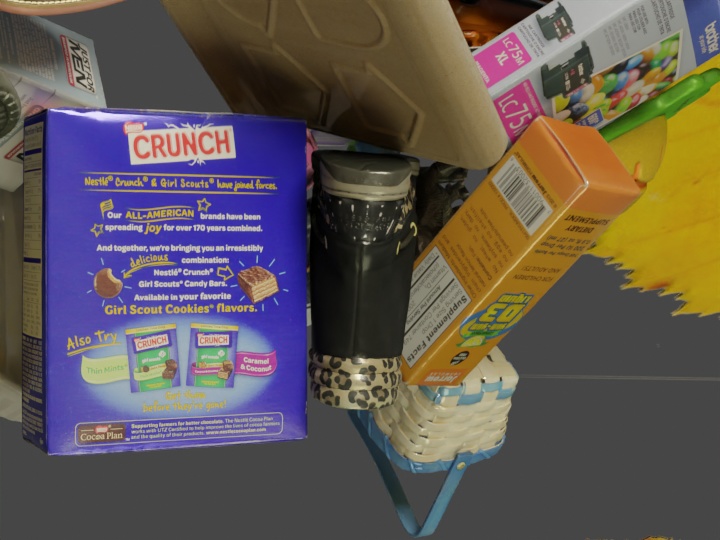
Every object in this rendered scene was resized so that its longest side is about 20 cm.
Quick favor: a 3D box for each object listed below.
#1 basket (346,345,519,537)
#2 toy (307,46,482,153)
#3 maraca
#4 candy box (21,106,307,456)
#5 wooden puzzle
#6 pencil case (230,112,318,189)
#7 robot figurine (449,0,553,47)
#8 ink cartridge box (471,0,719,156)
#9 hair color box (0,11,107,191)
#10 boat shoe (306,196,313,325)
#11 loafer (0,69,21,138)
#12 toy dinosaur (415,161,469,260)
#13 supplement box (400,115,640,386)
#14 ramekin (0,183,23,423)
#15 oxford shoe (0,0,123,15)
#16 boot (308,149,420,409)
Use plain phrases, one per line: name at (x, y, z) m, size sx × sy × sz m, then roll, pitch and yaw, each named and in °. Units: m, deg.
basket at (0.055, 0.125, 1.362) m, size 0.138 × 0.177 × 0.200 m, roll -3°, pitch 139°, yaw -35°
toy at (0.036, -0.101, 1.017) m, size 0.114 × 0.048 × 0.200 m, roll 0°, pitch 169°, yaw -17°
maraca at (0.182, -0.096, 1.113) m, size 0.199 × 0.107 × 0.137 m, roll -30°, pitch 178°, yaw -1°
candy box at (-0.119, 0.005, 0.901) m, size 0.168 × 0.201 × 0.077 m, roll 0°, pitch -178°, yaw -27°
wooden puzzle at (-0.020, -0.144, 0.879) m, size 0.199 × 0.046 × 0.185 m, roll 12°, pitch 152°, yaw 32°
pencil case at (-0.101, -0.035, 1.089) m, size 0.082 × 0.087 × 0.200 m, roll 15°, pitch 140°, yaw -22°
robot figurine at (0.121, -0.173, 0.988) m, size 0.199 × 0.059 × 0.145 m, roll 7°, pitch 149°, yaw -36°
ink cartridge box at (0.164, -0.145, 0.941) m, size 0.199 × 0.042 × 0.119 m, roll -34°, pitch 153°, yaw 4°
hair color box at (-0.261, -0.121, 0.876) m, size 0.099 × 0.061 × 0.199 m, roll -34°, pitch 147°, yaw 29°
boat shoe at (-0.042, -0.008, 1.194) m, size 0.071 × 0.091 × 0.200 m, roll -34°, pitch -174°, yaw -22°
loafer at (-0.228, -0.115, 0.779) m, size 0.075 × 0.070 × 0.200 m, roll -23°, pitch 167°, yaw -16°
toy dinosaur at (0.039, -0.049, 1.122) m, size 0.102 × 0.077 × 0.200 m, roll -20°, pitch -165°, yaw -5°
supplement box at (0.091, -0.008, 0.981) m, size 0.066 × 0.069 × 0.200 m, roll 4°, pitch 137°, yaw -46°
ramekin at (-0.212, 0.013, 1.010) m, size 0.201 × 0.204 × 0.094 m, roll 3°, pitch 158°, yaw -32°
oxford shoe at (-0.197, -0.188, 0.782) m, size 0.199 × 0.071 × 0.074 m, roll 1°, pitch 144°, yaw -30°
boot at (-0.002, 0.000, 0.961) m, size 0.073 × 0.155 × 0.204 m, roll 4°, pitch -174°, yaw 1°
